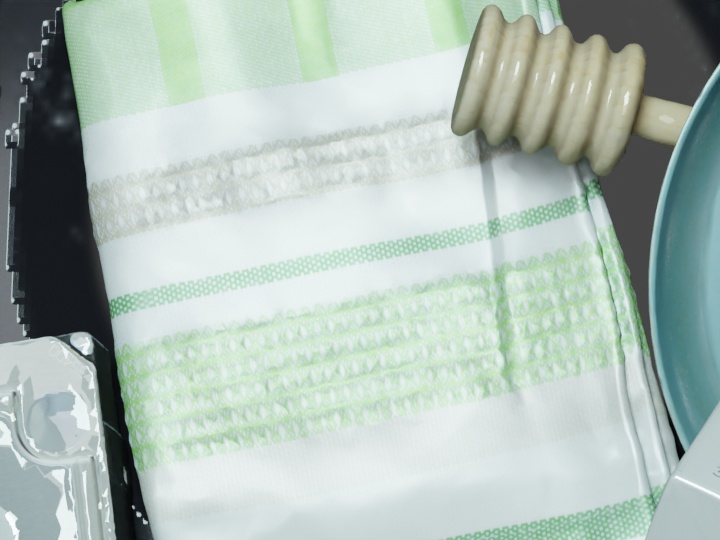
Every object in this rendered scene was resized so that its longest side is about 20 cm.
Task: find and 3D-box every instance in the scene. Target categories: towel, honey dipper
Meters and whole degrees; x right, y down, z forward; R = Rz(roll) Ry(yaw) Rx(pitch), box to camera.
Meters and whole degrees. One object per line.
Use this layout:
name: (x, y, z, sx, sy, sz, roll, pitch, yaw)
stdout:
towel: (0.000, 0.000, 0.818, 0.149, 0.031, 0.200, -13, 76, 3)
honey dipper: (0.124, -0.027, 0.796, 0.200, 0.038, 0.038, 17, 79, -2)

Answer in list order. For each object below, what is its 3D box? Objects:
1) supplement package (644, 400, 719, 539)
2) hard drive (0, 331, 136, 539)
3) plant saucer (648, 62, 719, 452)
supplement package: (0.159, 0.120, 0.690, 0.200, 0.111, 0.156, 24, 124, 13)
hard drive: (-0.126, 0.125, 0.801, 0.140, 0.038, 0.200, -8, 75, 4)
plant saucer: (0.174, 0.002, 0.771, 0.200, 0.027, 0.200, 0, 95, -3)
